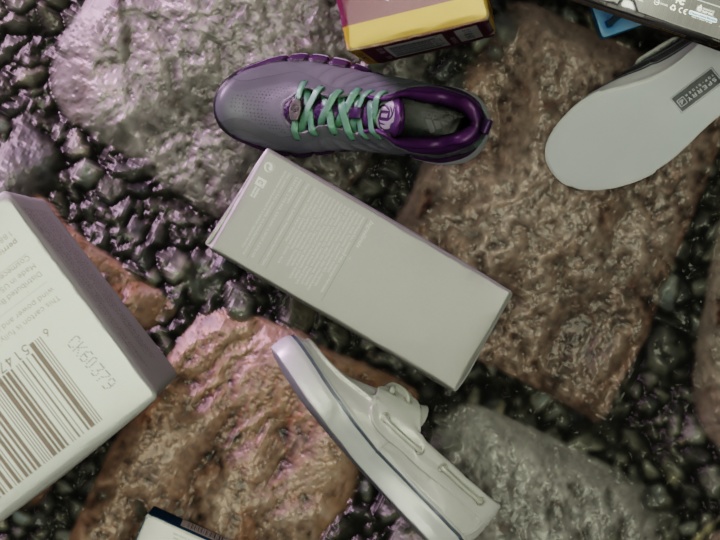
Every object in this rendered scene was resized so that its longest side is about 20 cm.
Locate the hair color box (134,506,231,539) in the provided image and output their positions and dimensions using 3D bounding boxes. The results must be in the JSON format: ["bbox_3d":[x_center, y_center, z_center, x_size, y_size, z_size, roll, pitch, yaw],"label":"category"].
[{"bbox_3d":[-0.143,0.279,1.482,0.099,0.061,0.201,24,89,-1],"label":"hair color box"}]

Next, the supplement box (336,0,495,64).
[{"bbox_3d":[0.024,-0.253,1.451,0.102,0.131,0.202,-12,91,7],"label":"supplement box"}]

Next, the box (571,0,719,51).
[{"bbox_3d":[0.197,-0.241,1.377,0.199,0.048,0.160,18,91,4],"label":"box"}]

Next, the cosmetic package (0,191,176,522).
[{"bbox_3d":[-0.238,0.062,1.412,0.164,0.200,0.165,-37,92,-1],"label":"cosmetic package"}]

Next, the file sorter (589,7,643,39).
[{"bbox_3d":[0.209,-0.285,1.464,0.138,0.123,0.202,-18,90,-2],"label":"file sorter"}]

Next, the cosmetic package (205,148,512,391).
[{"bbox_3d":[0.000,0.000,1.466,0.199,0.107,0.091,33,89,1],"label":"cosmetic package"}]

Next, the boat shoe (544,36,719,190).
[{"bbox_3d":[0.220,-0.128,1.492,0.199,0.068,0.072,-36,98,20],"label":"boat shoe"}]

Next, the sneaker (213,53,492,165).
[{"bbox_3d":[-0.005,-0.116,1.474,0.198,0.088,0.075,3,89,-2],"label":"sneaker"}]

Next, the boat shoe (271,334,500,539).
[{"bbox_3d":[0.019,0.113,1.488,0.065,0.074,0.200,-42,101,-6],"label":"boat shoe"}]
